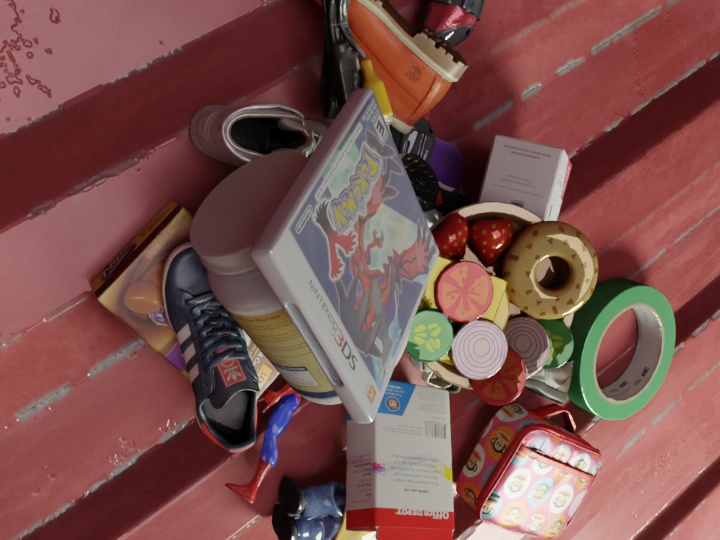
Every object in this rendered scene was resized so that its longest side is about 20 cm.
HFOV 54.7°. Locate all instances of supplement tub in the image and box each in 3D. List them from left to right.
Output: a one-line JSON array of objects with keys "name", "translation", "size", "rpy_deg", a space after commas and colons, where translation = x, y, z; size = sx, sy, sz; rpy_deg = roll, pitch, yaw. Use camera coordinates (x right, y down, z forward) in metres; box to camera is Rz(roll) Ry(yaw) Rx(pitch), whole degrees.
[{"name": "supplement tub", "translation": [-0.050, 0.009, 0.635], "size": [0.144, 0.144, 0.201], "rpy_deg": [-43, 130, -12]}]

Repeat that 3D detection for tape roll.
[{"name": "tape roll", "translation": [0.380, 0.116, 1.027], "size": [0.196, 0.048, 0.206], "rpy_deg": [-7, 105, -28]}]

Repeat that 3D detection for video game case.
[{"name": "video game case", "translation": [0.002, -0.015, 0.566], "size": [0.184, 0.023, 0.202], "rpy_deg": [62, 38, -35]}]

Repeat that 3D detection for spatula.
[{"name": "spatula", "translation": [0.076, -0.053, 0.830], "size": [0.055, 0.021, 0.205], "rpy_deg": [14, 99, -26]}]

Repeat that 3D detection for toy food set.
[{"name": "toy food set", "translation": [0.137, 0.032, 0.717], "size": [0.195, 0.049, 0.203], "rpy_deg": [18, 95, -9]}]

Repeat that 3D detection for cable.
[{"name": "cable", "translation": [-0.012, -0.222, 0.670], "size": [0.049, 0.097, 0.205], "rpy_deg": [-17, 111, -26]}]

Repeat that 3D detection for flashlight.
[{"name": "flashlight", "translation": [0.080, -0.215, 0.771], "size": [0.068, 0.066, 0.205], "rpy_deg": [-4, 111, -65]}]

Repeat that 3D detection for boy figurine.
[{"name": "boy figurine", "translation": [-0.004, 0.288, 0.849], "size": [0.196, 0.064, 0.128], "rpy_deg": [9, 98, -31]}]

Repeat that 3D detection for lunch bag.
[{"name": "lunch bag", "translation": [0.240, 0.268, 0.958], "size": [0.198, 0.082, 0.179], "rpy_deg": [26, 96, -35]}]

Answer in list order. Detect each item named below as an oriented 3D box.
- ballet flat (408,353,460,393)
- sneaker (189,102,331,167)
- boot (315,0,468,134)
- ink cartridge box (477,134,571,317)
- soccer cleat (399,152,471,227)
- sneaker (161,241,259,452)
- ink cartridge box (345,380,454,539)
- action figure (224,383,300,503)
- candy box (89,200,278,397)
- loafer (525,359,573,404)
[{"name": "ballet flat", "translation": [0.089, 0.099, 0.817], "size": [0.064, 0.067, 0.200], "rpy_deg": [-52, 146, -8]}, {"name": "sneaker", "translation": [-0.059, -0.117, 0.688], "size": [0.196, 0.115, 0.076], "rpy_deg": [4, 99, -31]}, {"name": "boot", "translation": [0.002, -0.229, 0.708], "size": [0.199, 0.075, 0.108], "rpy_deg": [39, 118, -5]}, {"name": "ink cartridge box", "translation": [0.180, -0.042, 0.818], "size": [0.146, 0.081, 0.205], "rpy_deg": [-4, 109, -70]}, {"name": "soccer cleat", "translation": [0.068, -0.070, 0.777], "size": [0.199, 0.072, 0.070], "rpy_deg": [32, 69, -50]}, {"name": "sneaker", "translation": [-0.130, 0.075, 0.649], "size": [0.074, 0.084, 0.205], "rpy_deg": [-19, 111, -23]}, {"name": "ink cartridge box", "translation": [0.045, 0.238, 0.808], "size": [0.114, 0.067, 0.205], "rpy_deg": [15, 65, -30]}, {"name": "action figure", "translation": [-0.084, 0.151, 0.767], "size": [0.051, 0.066, 0.202], "rpy_deg": [29, 70, 8]}, {"name": "candy box", "translation": [-0.157, 0.044, 0.708], "size": [0.117, 0.056, 0.201], "rpy_deg": [-48, 121, -11]}, {"name": "loafer", "translation": [0.217, 0.116, 0.930], "size": [0.198, 0.072, 0.072], "rpy_deg": [28, 85, -41]}]
